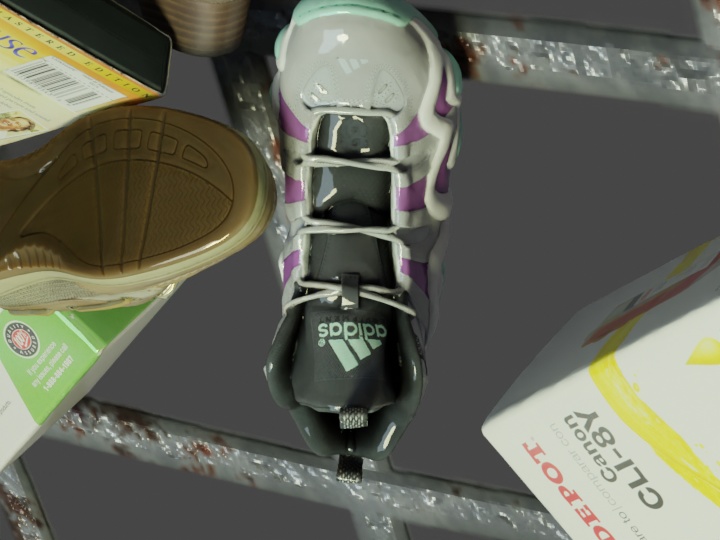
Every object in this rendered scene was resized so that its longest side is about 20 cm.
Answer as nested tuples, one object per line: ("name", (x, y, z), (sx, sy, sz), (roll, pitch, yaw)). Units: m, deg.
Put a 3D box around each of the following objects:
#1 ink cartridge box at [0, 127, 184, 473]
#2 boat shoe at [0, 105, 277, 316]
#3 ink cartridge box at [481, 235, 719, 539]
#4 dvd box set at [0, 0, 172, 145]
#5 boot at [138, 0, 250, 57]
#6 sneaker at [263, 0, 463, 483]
("ink cartridge box", (-0.192, -0.023, 1.312), (0.200, 0.084, 0.146), (45, 141, 0))
("boat shoe", (-0.101, -0.018, 1.152), (0.200, 0.072, 0.065), (-12, 158, 40))
("ink cartridge box", (0.163, 0.061, 1.068), (0.145, 0.083, 0.200), (50, 141, -6))
("dvd box set", (-0.196, -0.087, 1.130), (0.200, 0.029, 0.146), (-14, 151, 38))
("boot", (-0.112, -0.170, 1.133), (0.200, 0.070, 0.146), (17, 127, 30))
("sneaker", (0.000, 0.000, 1.108), (0.078, 0.140, 0.200), (0, 134, 8))
